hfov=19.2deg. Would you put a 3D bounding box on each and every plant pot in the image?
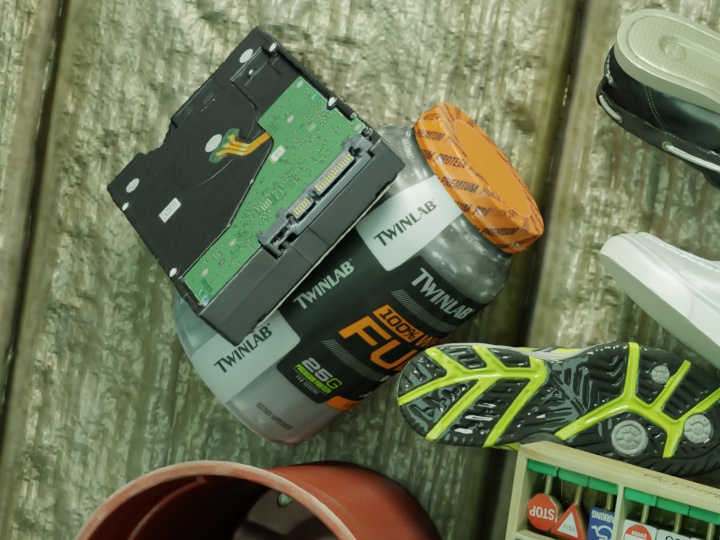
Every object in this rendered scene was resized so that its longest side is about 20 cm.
[{"bbox_3d":[-0.045,0.194,1.218,0.200,0.195,0.201,1,94,19],"label":"plant pot"}]

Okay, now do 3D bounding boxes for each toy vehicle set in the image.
[{"bbox_3d":[0.164,0.174,1.126,0.200,0.026,0.125,13,101,38],"label":"toy vehicle set"}]

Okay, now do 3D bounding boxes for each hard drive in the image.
[{"bbox_3d":[-0.064,-0.053,1.213,0.140,0.200,0.038,-47,120,2],"label":"hard drive"}]

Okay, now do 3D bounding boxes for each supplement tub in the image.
[{"bbox_3d":[0.000,0.000,1.230,0.200,0.123,0.123,-38,81,18],"label":"supplement tub"}]

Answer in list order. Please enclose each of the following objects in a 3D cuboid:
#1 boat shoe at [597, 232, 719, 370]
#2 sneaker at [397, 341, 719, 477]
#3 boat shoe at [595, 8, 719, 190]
[{"bbox_3d":[0.229,0.027,1.186,0.200,0.072,0.069,33,81,21],"label":"boat shoe"},{"bbox_3d":[0.121,0.073,1.224,0.200,0.076,0.076,10,91,0],"label":"sneaker"},{"bbox_3d":[0.225,-0.072,1.189,0.200,0.072,0.068,30,139,8],"label":"boat shoe"}]
